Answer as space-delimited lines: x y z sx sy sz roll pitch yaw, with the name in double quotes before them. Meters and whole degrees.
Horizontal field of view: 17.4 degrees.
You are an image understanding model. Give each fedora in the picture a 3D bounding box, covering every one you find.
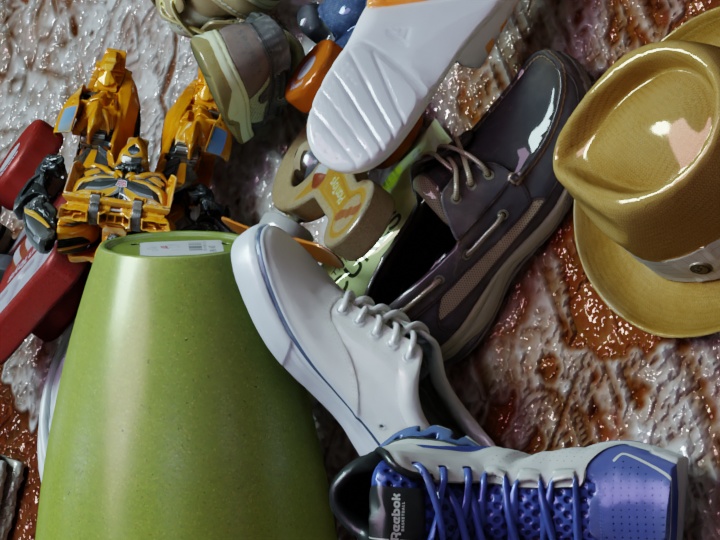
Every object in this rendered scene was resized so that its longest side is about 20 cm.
"fedora" 0.167 -0.063 1.241 0.200 0.081 0.202 -26 55 44

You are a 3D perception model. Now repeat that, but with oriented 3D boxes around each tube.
"tube" 0.000 0.000 1.456 0.058 0.052 0.201 41 104 19

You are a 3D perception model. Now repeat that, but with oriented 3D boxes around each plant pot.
"plant pot" -0.105 0.083 1.386 0.187 0.186 0.202 12 106 53

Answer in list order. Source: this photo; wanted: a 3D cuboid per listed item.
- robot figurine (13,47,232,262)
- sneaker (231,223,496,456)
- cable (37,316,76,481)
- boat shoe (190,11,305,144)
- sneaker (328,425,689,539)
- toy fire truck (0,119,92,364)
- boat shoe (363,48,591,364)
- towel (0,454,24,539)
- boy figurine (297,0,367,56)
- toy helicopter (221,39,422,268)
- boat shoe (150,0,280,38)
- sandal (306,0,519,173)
"robot figurine" -0.151 -0.071 1.571 0.201 0.144 0.059 -81 -2 -53
"sneaker" 0.008 0.047 1.342 0.071 0.200 0.073 -34 9 28
"cable" -0.141 0.095 1.575 0.200 0.069 0.201 40 106 52
"boat shoe" -0.066 -0.129 1.530 0.066 0.201 0.072 -21 88 2
"sneaker" 0.064 0.129 1.224 0.198 0.115 0.081 3 97 32
"toy fire truck" -0.238 0.005 1.649 0.200 0.112 0.168 -43 18 33
"boat shoe" 0.067 -0.039 1.364 0.074 0.073 0.201 39 106 51
"towel" -0.315 0.229 1.764 0.132 0.034 0.202 -1 74 52
"boy figurine" 0.041 -0.194 1.473 0.200 0.064 0.125 -39 47 34
"toy helicopter" -0.020 -0.048 1.408 0.132 0.079 0.200 -50 20 10
"boat shoe" -0.105 -0.189 1.614 0.067 0.074 0.200 -53 15 2
"sandal" 0.035 -0.135 1.381 0.079 0.059 0.207 28 72 20
